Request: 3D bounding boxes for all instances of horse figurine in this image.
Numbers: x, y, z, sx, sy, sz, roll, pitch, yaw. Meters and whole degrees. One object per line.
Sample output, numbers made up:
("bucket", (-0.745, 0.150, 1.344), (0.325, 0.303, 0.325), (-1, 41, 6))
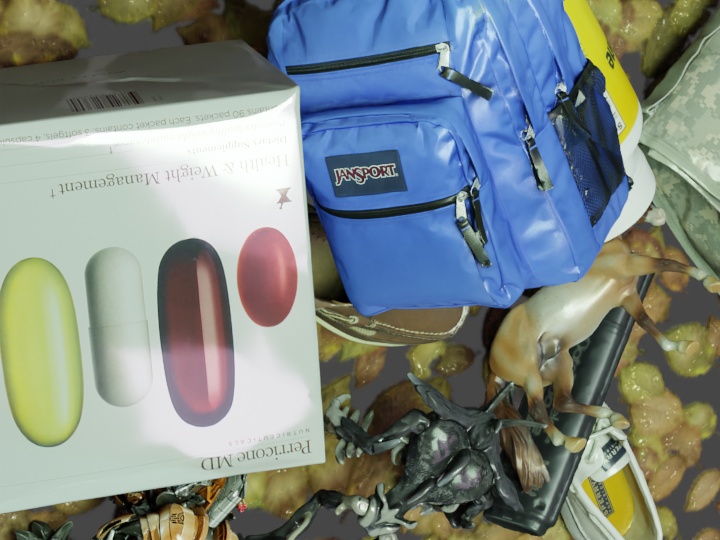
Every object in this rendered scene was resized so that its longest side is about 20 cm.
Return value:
("horse figurine", (0.139, 0.039, 1.229), (0.200, 0.133, 0.050), (-50, 136, 0))

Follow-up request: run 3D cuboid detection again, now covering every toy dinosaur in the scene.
("toy dinosaur", (-0.116, 0.156, 1.106), (0.102, 0.136, 0.200), (47, 32, -19))

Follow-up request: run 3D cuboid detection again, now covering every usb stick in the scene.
("usb stick", (0.135, 0.075, 1.267), (0.033, 0.055, 0.200), (45, 64, -51))

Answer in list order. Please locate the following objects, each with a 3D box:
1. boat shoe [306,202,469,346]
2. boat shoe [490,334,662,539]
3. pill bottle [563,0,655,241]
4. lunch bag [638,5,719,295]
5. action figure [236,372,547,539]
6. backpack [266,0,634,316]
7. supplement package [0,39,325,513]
("boat shoe", (-0.002, 0.006, 1.188), (0.202, 0.075, 0.075), (19, 91, -37))
("boat shoe", (0.154, 0.117, 1.328), (0.071, 0.070, 0.200), (-35, 116, -24))
("pill bottle", (0.105, -0.112, 1.209), (0.112, 0.112, 0.200), (-45, 124, -17))
("lunch bag", (0.283, -0.086, 1.341), (0.164, 0.118, 0.200), (-51, 119, -13))
("action figure", (0.018, 0.131, 1.217), (0.200, 0.102, 0.119), (-37, 111, 3))
("backpack", (0.043, -0.086, 1.055), (0.168, 0.162, 0.200), (-55, 132, -54))
("supplement package", (-0.130, -0.002, 1.021), (0.191, 0.147, 0.200), (-9, 108, -13))
